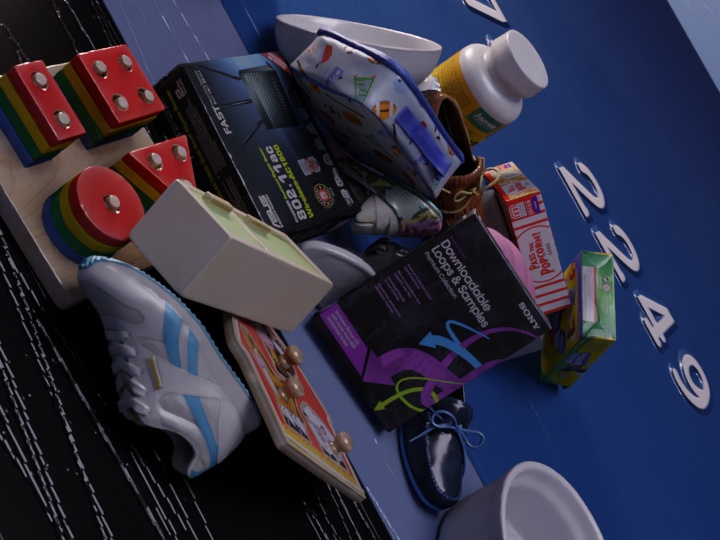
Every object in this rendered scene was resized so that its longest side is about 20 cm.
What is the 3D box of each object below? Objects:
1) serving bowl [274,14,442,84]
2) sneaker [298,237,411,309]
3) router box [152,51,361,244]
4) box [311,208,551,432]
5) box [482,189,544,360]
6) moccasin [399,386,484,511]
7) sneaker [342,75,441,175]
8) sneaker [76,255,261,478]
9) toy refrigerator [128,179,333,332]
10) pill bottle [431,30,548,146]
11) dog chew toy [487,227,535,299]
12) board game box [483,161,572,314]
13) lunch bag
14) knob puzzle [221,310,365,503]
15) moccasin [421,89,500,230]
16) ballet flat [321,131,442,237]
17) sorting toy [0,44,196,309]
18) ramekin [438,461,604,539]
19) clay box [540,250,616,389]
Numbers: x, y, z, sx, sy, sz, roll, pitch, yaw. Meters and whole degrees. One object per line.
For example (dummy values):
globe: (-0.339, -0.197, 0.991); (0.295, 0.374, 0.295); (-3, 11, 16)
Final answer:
serving bowl: (-0.007, -0.250, 1.348); (0.200, 0.200, 0.066); (-18, 123, -58)
sneaker: (0.000, 0.000, 1.227); (0.200, 0.071, 0.099); (30, 32, -35)
router box: (-0.104, -0.119, 1.160); (0.150, 0.062, 0.200); (-23, 83, -51)
box: (0.072, 0.051, 1.154); (0.143, 0.200, 0.036); (55, 7, -6)
box: (0.158, 0.009, 1.405); (0.068, 0.082, 0.201); (67, 7, -69)
moccasin: (0.083, 0.150, 1.208); (0.080, 0.068, 0.200); (28, 44, -40)
sneaker: (0.026, -0.179, 1.364); (0.087, 0.075, 0.200); (38, 57, -11)
sneaker: (-0.161, 0.075, 0.901); (0.081, 0.076, 0.200); (-45, 112, -25)
toy refrigerator: (-0.103, -0.009, 0.982); (0.076, 0.070, 0.200); (46, 8, 25)
pill bottle: (0.135, -0.217, 1.460); (0.113, 0.200, 0.113); (35, 39, -34)
dog chew toy: (0.130, 0.013, 1.263); (0.200, 0.124, 0.125); (67, 6, -68)
board game box: (0.209, -0.045, 1.455); (0.200, 0.046, 0.152); (-98, 170, -75)
lunch bag: (0.024, -0.162, 1.213); (0.160, 0.076, 0.200); (31, -10, 41)
knob puzzle: (-0.062, 0.095, 1.017); (0.220, 0.030, 0.220); (56, 6, -9)
moccasin: (0.112, -0.114, 1.330); (0.074, 0.078, 0.202); (-26, 114, -28)
ballet flat: (-0.007, -0.084, 1.248); (0.200, 0.069, 0.071); (36, 54, 8)
sorting toy: (-0.223, -0.094, 0.979); (0.199, 0.070, 0.200); (59, 31, -1)
ramekin: (0.169, 0.307, 1.173); (0.200, 0.098, 0.201); (34, 39, -34)
clay box: (0.269, 0.069, 1.454); (0.047, 0.200, 0.115); (7, 65, -7)
